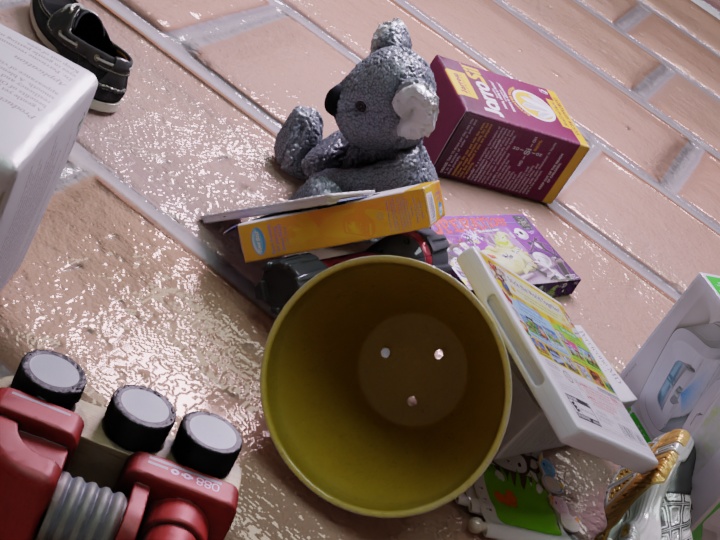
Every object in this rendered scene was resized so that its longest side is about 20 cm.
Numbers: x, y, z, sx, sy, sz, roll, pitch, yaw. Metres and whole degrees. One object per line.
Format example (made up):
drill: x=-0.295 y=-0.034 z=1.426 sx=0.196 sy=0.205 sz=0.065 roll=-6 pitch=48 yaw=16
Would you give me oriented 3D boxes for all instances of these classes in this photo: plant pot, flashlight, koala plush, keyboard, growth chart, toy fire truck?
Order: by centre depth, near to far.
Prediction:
toy fire truck: x=-0.175 y=0.172 z=0.725 sx=0.175 sy=0.129 sz=0.200 roll=23 pitch=23 yaw=-12
plant pot: x=0.033 y=0.088 z=0.955 sx=0.199 sy=0.201 sz=0.142 roll=37 pitch=9 yaw=10
growth chart: x=0.124 y=0.172 z=1.052 sx=0.144 sy=0.018 sz=0.201 roll=11 pitch=38 yaw=-31
keyboard: x=-0.072 y=-0.061 z=1.081 sx=0.056 sy=0.199 sz=0.011 roll=-16 pitch=98 yaw=-42
flashlight: x=0.000 y=0.000 z=1.084 sx=0.199 sy=0.068 sz=0.068 roll=-11 pitch=42 yaw=-46
koala plush: x=0.021 y=-0.149 z=1.212 sx=0.182 sy=0.201 sz=0.178 roll=7 pitch=37 yaw=-18

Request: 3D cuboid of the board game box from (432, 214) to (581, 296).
board game box: x=0.153 y=-0.016 z=1.327 sx=0.199 sy=0.032 sz=0.120 roll=-5 pitch=42 yaw=-43

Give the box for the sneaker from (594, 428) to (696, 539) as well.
sneaker: x=0.262 y=0.231 z=1.023 sx=0.088 sy=0.076 sz=0.200 roll=43 pitch=51 yaw=-7

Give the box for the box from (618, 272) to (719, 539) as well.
box: x=0.345 y=0.138 z=1.112 sx=0.096 sy=0.201 sz=0.177 roll=8 pitch=39 yaw=-30

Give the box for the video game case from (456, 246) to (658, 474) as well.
video game case: x=0.170 y=0.080 z=0.985 sx=0.200 sy=0.023 sz=0.183 roll=27 pitch=30 yaw=-55

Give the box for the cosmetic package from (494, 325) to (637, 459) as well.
cosmetic package: x=0.169 y=0.110 z=1.090 sx=0.199 sy=0.074 sz=0.102 roll=0 pitch=48 yaw=-52

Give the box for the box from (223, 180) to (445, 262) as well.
box: x=-0.025 y=-0.045 z=1.084 sx=0.119 sy=0.198 sz=0.042 roll=-36 pitch=113 yaw=-77

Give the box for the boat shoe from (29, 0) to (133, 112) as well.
boat shoe: x=-0.296 y=-0.253 z=1.239 sx=0.071 sy=0.068 sz=0.200 roll=-2 pitch=43 yaw=-39

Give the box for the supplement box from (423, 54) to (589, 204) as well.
supplement box: x=0.174 y=-0.181 z=1.499 sx=0.198 sy=0.104 sz=0.131 roll=11 pitch=38 yaw=-29

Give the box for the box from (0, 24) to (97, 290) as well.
box: x=-0.334 y=-0.078 z=0.838 sx=0.198 sy=0.201 sz=0.172 roll=27 pitch=30 yaw=-7
